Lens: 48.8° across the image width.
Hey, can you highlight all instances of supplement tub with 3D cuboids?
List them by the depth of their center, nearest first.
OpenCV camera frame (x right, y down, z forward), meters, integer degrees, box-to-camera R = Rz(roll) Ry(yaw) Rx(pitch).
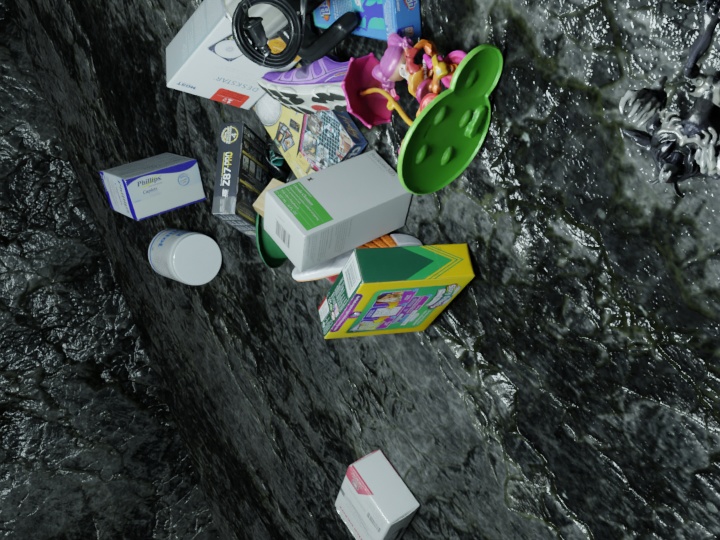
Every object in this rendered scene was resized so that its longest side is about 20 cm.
[{"bbox_3d":[-0.448,-0.037,2.015,0.200,0.132,0.132,9,119,56],"label":"supplement tub"}]

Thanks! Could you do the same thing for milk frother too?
[{"bbox_3d":[-0.124,-0.352,1.056,0.188,0.200,0.181,-9,106,61],"label":"milk frother"}]

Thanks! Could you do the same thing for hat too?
[{"bbox_3d":[-0.070,-0.065,1.425,0.175,0.166,0.200,12,152,20],"label":"hat"}]

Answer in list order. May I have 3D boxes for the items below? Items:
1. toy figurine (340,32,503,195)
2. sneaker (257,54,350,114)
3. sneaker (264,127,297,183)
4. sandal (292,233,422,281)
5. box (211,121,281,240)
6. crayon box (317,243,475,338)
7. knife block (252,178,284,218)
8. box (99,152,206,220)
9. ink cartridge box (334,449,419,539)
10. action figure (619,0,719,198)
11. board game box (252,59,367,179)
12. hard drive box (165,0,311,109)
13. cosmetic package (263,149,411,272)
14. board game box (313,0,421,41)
[{"bbox_3d":[0.058,-0.228,0.993,0.184,0.150,0.200,43,122,31],"label":"toy figurine"},{"bbox_3d":[-0.070,-0.290,1.218,0.199,0.084,0.081,10,166,35],"label":"sneaker"},{"bbox_3d":[-0.134,-0.232,1.386,0.200,0.079,0.075,59,151,15],"label":"sneaker"},{"bbox_3d":[-0.001,-0.004,1.227,0.079,0.206,0.059,-92,-13,-64],"label":"sandal"},{"bbox_3d":[-0.194,-0.152,1.402,0.200,0.049,0.162,35,-124,-72],"label":"box"},{"bbox_3d":[0.048,0.033,1.165,0.200,0.172,0.058,124,137,-58],"label":"crayon box"},{"bbox_3d":[-0.064,-0.075,1.315,0.200,0.064,0.175,41,161,-18],"label":"knife block"},{"bbox_3d":[-0.504,-0.207,1.926,0.200,0.184,0.105,20,126,54],"label":"box"},{"bbox_3d":[0.030,0.485,1.636,0.146,0.085,0.200,51,147,26],"label":"ink cartridge box"},{"bbox_3d":[0.293,-0.137,0.703,0.119,0.102,0.200,34,138,27],"label":"action figure"},{"bbox_3d":[-0.086,-0.238,1.296,0.136,0.035,0.200,-46,69,38],"label":"board game box"},{"bbox_3d":[-0.195,-0.352,1.254,0.200,0.155,0.077,-29,61,48],"label":"hard drive box"},{"bbox_3d":[-0.033,-0.092,1.188,0.108,0.200,0.085,47,148,27],"label":"cosmetic package"},{"bbox_3d":[-0.001,-0.397,1.067,0.200,0.045,0.153,30,136,47],"label":"board game box"}]
